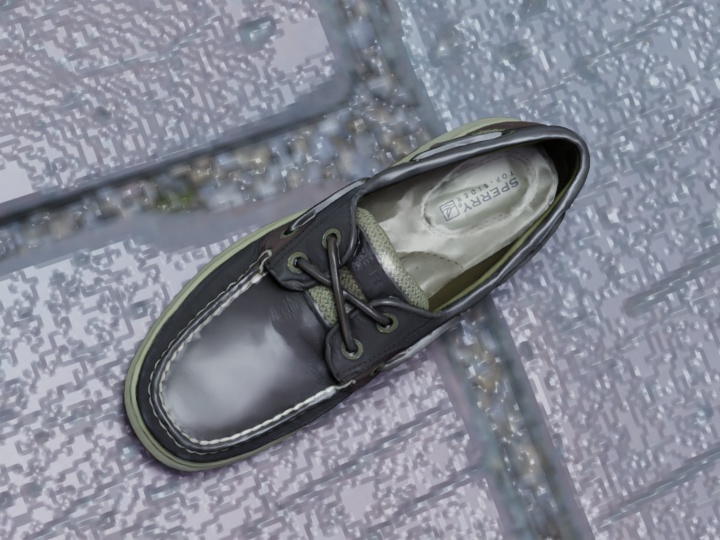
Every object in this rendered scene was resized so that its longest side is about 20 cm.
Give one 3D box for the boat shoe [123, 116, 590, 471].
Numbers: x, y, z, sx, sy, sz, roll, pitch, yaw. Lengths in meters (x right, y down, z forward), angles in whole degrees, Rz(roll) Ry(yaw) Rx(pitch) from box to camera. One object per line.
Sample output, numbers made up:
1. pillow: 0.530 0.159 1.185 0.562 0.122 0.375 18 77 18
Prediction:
1. boat shoe: 0.000 0.000 1.006 0.200 0.065 0.073 -38 92 -20
